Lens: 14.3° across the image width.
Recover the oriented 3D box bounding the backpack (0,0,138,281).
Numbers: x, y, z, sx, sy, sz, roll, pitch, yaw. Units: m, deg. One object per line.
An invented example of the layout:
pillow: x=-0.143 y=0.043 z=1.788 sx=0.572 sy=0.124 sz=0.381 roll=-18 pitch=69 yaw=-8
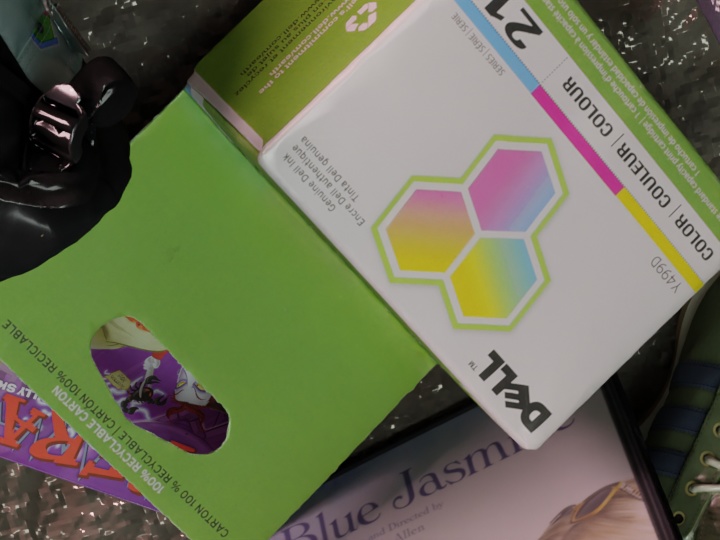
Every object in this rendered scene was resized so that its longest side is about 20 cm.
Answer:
backpack: x=-0.174 y=-0.077 z=0.797 sx=0.166 sy=0.127 sz=0.201 roll=-31 pitch=113 yaw=-1

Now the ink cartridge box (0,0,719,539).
ink cartridge box: x=0.000 y=0.000 z=0.890 sx=0.200 sy=0.076 sz=0.148 roll=-45 pitch=121 yaw=-2

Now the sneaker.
sneaker: x=0.129 y=0.069 z=0.982 sx=0.067 sy=0.090 sz=0.201 roll=23 pitch=116 yaw=-22

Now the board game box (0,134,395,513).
board game box: x=-0.096 y=0.010 z=0.941 sx=0.199 sy=0.032 sz=0.120 roll=21 pitch=121 yaw=-22

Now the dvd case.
dvd case: x=0.038 y=0.110 z=0.925 sx=0.142 sy=0.200 sz=0.018 roll=-28 pitch=121 yaw=7

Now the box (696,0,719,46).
box: x=0.193 y=-0.123 z=0.798 sx=0.195 sy=0.200 sz=0.118 roll=0 pitch=122 yaw=-9
